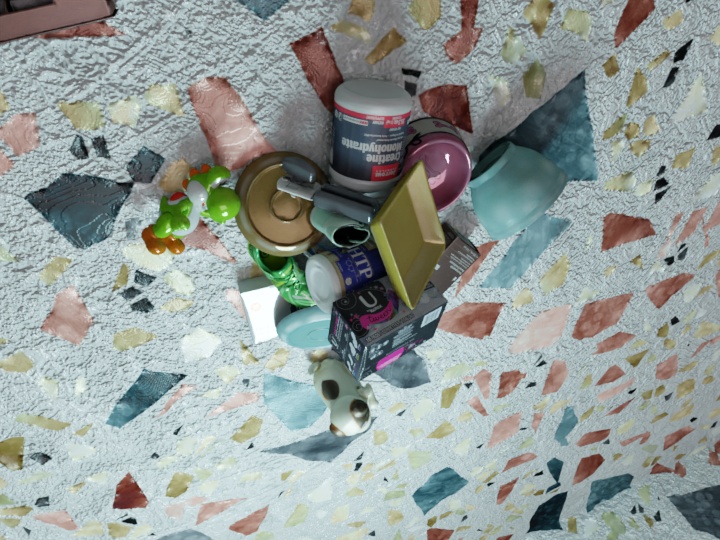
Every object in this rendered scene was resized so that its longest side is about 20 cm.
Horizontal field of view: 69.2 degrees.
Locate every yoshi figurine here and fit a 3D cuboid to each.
[{"bbox_3d":[-0.296,-0.098,0.953,0.200,0.113,0.112,-42,129,16],"label":"yoshi figurine"}]

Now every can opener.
[{"bbox_3d":[-0.061,-0.141,0.934,0.198,0.053,0.067,23,136,11],"label":"can opener"}]

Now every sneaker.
[{"bbox_3d":[0.015,-0.083,0.989,0.198,0.118,0.074,-8,123,-24],"label":"sneaker"},{"bbox_3d":[-0.154,0.010,1.068,0.200,0.084,0.074,44,84,-15],"label":"sneaker"}]

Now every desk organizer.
[{"bbox_3d":[-0.452,-0.373,0.722,0.198,0.072,0.078,-18,127,-8],"label":"desk organizer"}]

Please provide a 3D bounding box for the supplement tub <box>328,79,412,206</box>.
[{"bbox_3d":[0.014,-0.233,0.960,0.139,0.141,0.202,-5,126,-18],"label":"supplement tub"}]

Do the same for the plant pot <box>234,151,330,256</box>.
[{"bbox_3d":[-0.143,-0.125,0.999,0.198,0.027,0.203,-4,102,-18],"label":"plant pot"}]

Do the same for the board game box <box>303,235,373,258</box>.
[{"bbox_3d":[-0.035,-0.045,1.118,0.127,0.034,0.200,-53,129,-9],"label":"board game box"}]

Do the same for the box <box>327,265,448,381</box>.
[{"bbox_3d":[0.049,0.095,1.007,0.199,0.115,0.133,-26,148,-27],"label":"box"}]

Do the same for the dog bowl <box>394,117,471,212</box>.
[{"bbox_3d":[0.140,-0.204,1.074,0.198,0.074,0.202,-11,127,-14],"label":"dog bowl"}]

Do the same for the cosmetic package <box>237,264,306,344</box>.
[{"bbox_3d":[-0.161,0.072,1.174,0.198,0.052,0.152,-15,125,-11],"label":"cosmetic package"}]

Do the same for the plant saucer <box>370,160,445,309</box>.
[{"bbox_3d":[0.085,-0.067,0.962,0.048,0.201,0.201,1,129,32],"label":"plant saucer"}]

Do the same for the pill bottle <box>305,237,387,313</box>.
[{"bbox_3d":[0.000,0.000,1.060,0.199,0.120,0.121,-21,132,-31],"label":"pill bottle"}]

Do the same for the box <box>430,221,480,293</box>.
[{"bbox_3d":[0.175,-0.005,1.235,0.100,0.075,0.200,29,112,-36],"label":"box"}]

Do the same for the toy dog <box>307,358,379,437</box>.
[{"bbox_3d":[-0.036,0.316,1.303,0.139,0.201,0.194,-38,130,8],"label":"toy dog"}]

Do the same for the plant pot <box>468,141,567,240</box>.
[{"bbox_3d":[0.309,-0.183,1.099,0.200,0.200,0.134,-43,101,13],"label":"plant pot"}]

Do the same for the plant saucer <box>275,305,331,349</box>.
[{"bbox_3d":[-0.088,0.133,1.166,0.198,0.028,0.201,-8,150,-5],"label":"plant saucer"}]
